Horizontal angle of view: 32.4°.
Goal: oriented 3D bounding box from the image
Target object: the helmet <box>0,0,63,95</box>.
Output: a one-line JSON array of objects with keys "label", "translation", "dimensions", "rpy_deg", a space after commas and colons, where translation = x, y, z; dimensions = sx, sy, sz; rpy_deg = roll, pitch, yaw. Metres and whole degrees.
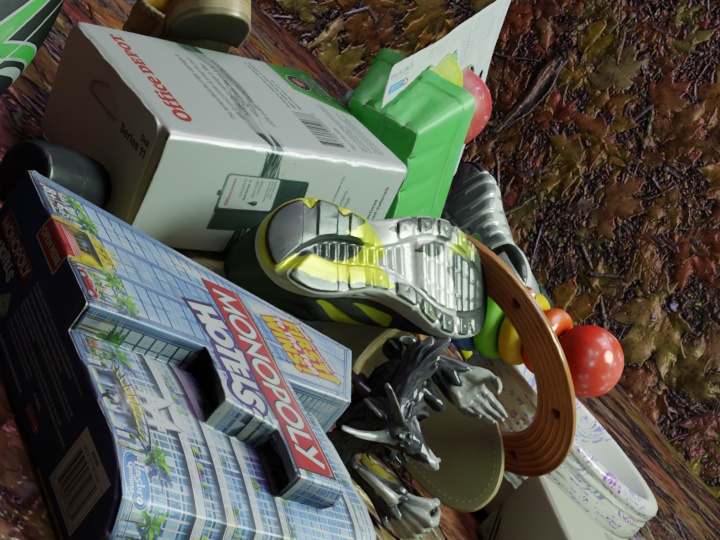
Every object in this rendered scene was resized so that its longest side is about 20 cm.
[{"label": "helmet", "translation": [-0.219, -0.146, 0.534], "dimensions": [0.200, 0.200, 0.191], "rpy_deg": [44, -8, -7]}]

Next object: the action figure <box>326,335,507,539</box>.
[{"label": "action figure", "translation": [0.034, 0.097, 0.788], "dimensions": [0.102, 0.119, 0.200], "rpy_deg": [39, 3, 2]}]

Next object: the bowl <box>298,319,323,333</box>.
[{"label": "bowl", "translation": [-0.021, -0.019, 1.071], "dimensions": [0.201, 0.105, 0.201], "rpy_deg": [45, 10, -10]}]

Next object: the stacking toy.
[{"label": "stacking toy", "translation": [0.114, 0.040, 0.968], "dimensions": [0.199, 0.086, 0.085], "rpy_deg": [26, -2, 32]}]

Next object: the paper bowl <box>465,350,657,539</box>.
[{"label": "paper bowl", "translation": [0.147, 0.159, 1.046], "dimensions": [0.201, 0.104, 0.201], "rpy_deg": [44, 9, -9]}]

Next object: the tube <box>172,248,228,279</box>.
[{"label": "tube", "translation": [-0.108, -0.004, 0.813], "dimensions": [0.200, 0.057, 0.052], "rpy_deg": [-112, -165, -60]}]

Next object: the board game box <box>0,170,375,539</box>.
[{"label": "board game box", "translation": [-0.064, 0.064, 0.577], "dimensions": [0.199, 0.062, 0.200], "rpy_deg": [25, 21, -43]}]

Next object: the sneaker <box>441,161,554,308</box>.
[{"label": "sneaker", "translation": [0.121, -0.004, 1.125], "dimensions": [0.116, 0.075, 0.201], "rpy_deg": [52, 15, -38]}]

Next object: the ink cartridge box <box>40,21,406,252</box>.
[{"label": "ink cartridge box", "translation": [-0.092, -0.082, 0.825], "dimensions": [0.199, 0.084, 0.147], "rpy_deg": [6, 31, -42]}]

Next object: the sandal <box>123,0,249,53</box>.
[{"label": "sandal", "translation": [-0.133, -0.188, 0.919], "dimensions": [0.077, 0.071, 0.211], "rpy_deg": [6, -11, -26]}]

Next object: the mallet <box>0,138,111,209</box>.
[{"label": "mallet", "translation": [-0.129, 0.009, 0.699], "dimensions": [0.201, 0.041, 0.066], "rpy_deg": [52, 14, 12]}]

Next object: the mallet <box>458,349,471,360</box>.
[{"label": "mallet", "translation": [0.095, 0.069, 1.167], "dimensions": [0.066, 0.041, 0.202], "rpy_deg": [-114, 180, -77]}]

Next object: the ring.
[{"label": "ring", "translation": [0.088, 0.058, 0.904], "dimensions": [0.200, 0.019, 0.202], "rpy_deg": [40, -35, 35]}]

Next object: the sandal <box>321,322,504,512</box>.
[{"label": "sandal", "translation": [0.048, 0.104, 0.944], "dimensions": [0.212, 0.077, 0.070], "rpy_deg": [50, -4, 35]}]

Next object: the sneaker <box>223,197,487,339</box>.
[{"label": "sneaker", "translation": [0.000, 0.000, 0.799], "dimensions": [0.199, 0.084, 0.075], "rpy_deg": [19, 69, -38]}]

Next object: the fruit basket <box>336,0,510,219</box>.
[{"label": "fruit basket", "translation": [0.048, -0.115, 0.972], "dimensions": [0.093, 0.187, 0.200], "rpy_deg": [26, 40, 13]}]

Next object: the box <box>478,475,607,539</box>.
[{"label": "box", "translation": [0.144, 0.226, 0.855], "dimensions": [0.082, 0.068, 0.200], "rpy_deg": [43, 9, -13]}]
